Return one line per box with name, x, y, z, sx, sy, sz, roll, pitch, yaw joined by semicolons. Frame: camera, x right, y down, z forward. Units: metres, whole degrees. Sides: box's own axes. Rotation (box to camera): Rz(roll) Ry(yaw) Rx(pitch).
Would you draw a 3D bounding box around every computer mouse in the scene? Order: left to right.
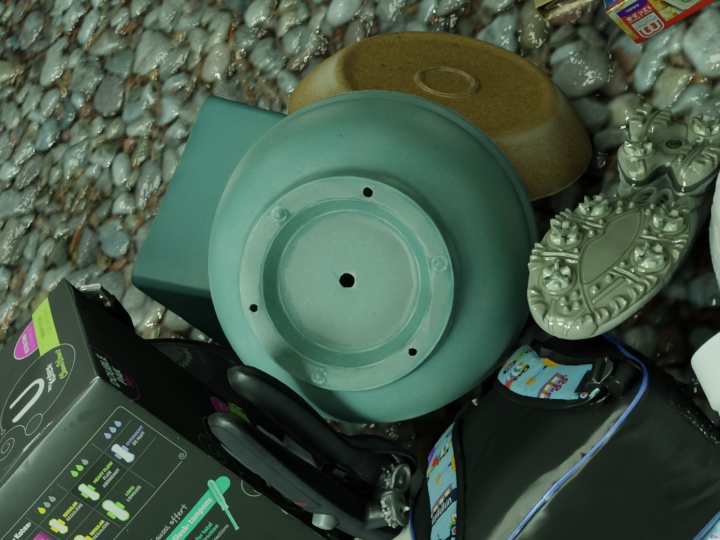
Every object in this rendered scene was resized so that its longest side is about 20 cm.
computer mouse;-0.105;0.076;1.267;0.200;0.139;0.053;25;65;37

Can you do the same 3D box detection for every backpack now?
backpack;0.115;0.125;1.026;0.183;0.135;0.200;-50;12;5

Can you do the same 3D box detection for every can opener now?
can opener;-0.028;0.108;1.031;0.079;0.200;0.063;1;71;26

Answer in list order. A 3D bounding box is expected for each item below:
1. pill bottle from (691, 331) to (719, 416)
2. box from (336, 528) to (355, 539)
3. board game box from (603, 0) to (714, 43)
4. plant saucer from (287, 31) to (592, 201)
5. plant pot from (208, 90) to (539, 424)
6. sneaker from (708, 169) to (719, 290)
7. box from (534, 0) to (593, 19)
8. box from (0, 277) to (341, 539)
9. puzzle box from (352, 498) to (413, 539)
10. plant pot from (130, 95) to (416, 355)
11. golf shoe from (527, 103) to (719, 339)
pill bottle;0.249;0.108;0.889;0.114;0.114;0.200;-33;71;21
box;-0.081;0.236;1.186;0.158;0.050;0.200;-18;55;33
board game box;0.240;-0.261;1.212;0.200;0.046;0.152;-29;49;25
plant saucer;0.054;-0.108;1.187;0.200;0.200;0.035;48;139;45
plant pot;0.000;0.000;1.053;0.200;0.134;0.200;1;98;8
sneaker;0.272;-0.060;1.043;0.114;0.075;0.200;3;68;41
box;0.182;-0.276;1.220;0.163;0.021;0.200;-22;51;30
box;-0.131;0.129;1.091;0.124;0.200;0.149;-48;26;5
puzzle box;0.035;0.241;1.062;0.133;0.025;0.200;-40;54;-1
plant pot;-0.015;-0.011;1.221;0.200;0.141;0.141;13;74;33
golf shoe;0.159;-0.007;1.058;0.078;0.097;0.200;18;44;26
